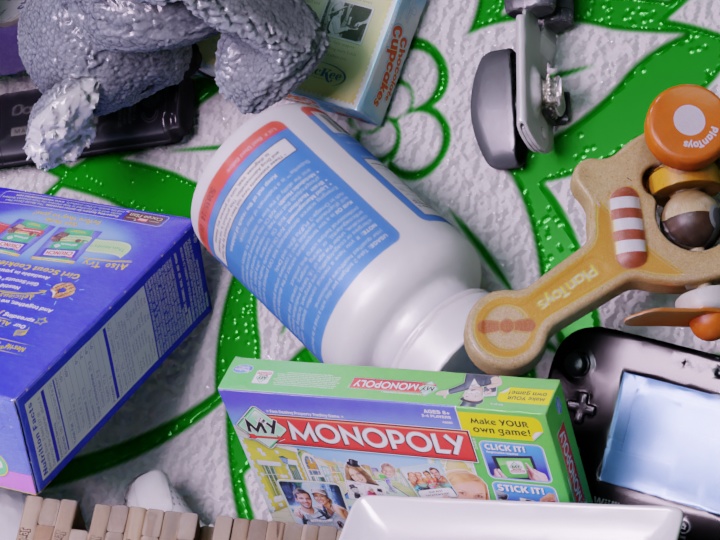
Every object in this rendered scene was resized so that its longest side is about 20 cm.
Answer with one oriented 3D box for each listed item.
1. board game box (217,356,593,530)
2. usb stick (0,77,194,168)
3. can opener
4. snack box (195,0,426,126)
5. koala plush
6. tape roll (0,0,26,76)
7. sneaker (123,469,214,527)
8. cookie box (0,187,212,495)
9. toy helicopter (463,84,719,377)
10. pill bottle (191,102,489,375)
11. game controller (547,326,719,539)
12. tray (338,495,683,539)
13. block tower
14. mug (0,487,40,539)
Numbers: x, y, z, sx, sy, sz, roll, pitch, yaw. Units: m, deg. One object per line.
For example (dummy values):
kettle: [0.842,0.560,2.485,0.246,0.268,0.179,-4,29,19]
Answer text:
board game box: [0.029,0.112,1.120,0.199,0.135,0.029,3,43,27]
usb stick: [-0.203,-0.100,1.344,0.199,0.033,0.056,-6,67,25]
can opener: [0.097,-0.163,1.200,0.066,0.053,0.201,-3,75,26]
snack box: [-0.056,-0.174,1.288,0.199,0.037,0.117,18,85,29]
koala plush: [-0.146,-0.168,1.227,0.200,0.183,0.178,-38,43,42]
tape roll: [-0.279,-0.225,1.319,0.085,0.200,0.201,-4,75,26]
sneaker: [-0.076,0.200,1.191,0.087,0.075,0.200,-32,66,-4]
cookie box: [-0.215,0.037,1.225,0.170,0.076,0.200,9,37,28]
toy helicopter: [0.148,0.001,1.093,0.199,0.079,0.133,-33,76,-10]
pill bottle: [0.000,0.000,1.171,0.112,0.112,0.200,-50,60,6]
game controller: [0.190,0.099,1.091,0.199,0.042,0.105,14,83,29]
tray: [0.070,0.170,1.055,0.199,0.022,0.108,-2,48,30]
block tower: [-0.095,0.172,1.137,0.199,0.054,0.058,7,60,4]
mug: [-0.279,0.203,1.228,0.175,0.148,0.201,17,69,24]
